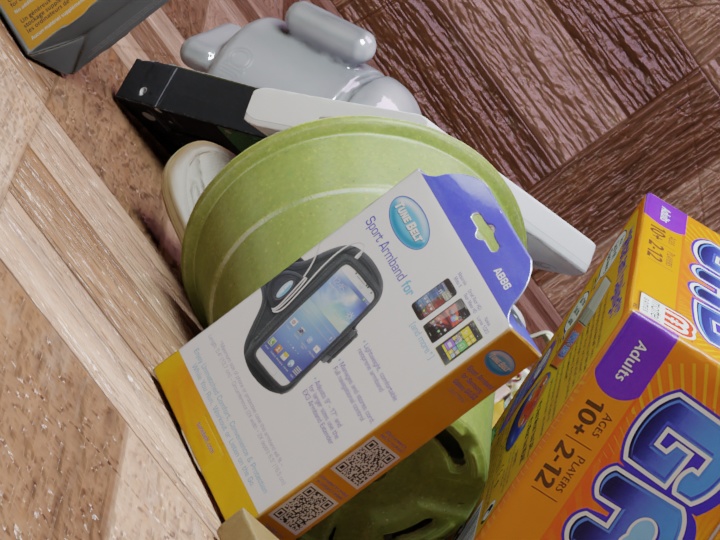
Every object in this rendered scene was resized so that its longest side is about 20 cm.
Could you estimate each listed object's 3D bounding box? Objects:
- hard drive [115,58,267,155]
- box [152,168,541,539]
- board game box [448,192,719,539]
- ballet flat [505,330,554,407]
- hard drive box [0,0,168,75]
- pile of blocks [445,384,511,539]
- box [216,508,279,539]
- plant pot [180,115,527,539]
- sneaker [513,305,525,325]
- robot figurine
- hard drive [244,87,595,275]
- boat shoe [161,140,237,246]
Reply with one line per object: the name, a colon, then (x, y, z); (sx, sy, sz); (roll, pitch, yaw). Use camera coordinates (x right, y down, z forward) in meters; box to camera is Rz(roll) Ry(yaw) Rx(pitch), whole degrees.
hard drive: (-0.048, -0.073, 1.911); (0.199, 0.038, 0.140); (17, -19, 39)
box: (0.000, 0.040, 1.479); (0.041, 0.199, 0.119); (45, 13, -50)
board game box: (0.181, 0.117, 1.581); (0.199, 0.200, 0.200); (31, 20, -3)
ballet flat: (0.087, 0.047, 1.856); (0.200, 0.064, 0.076); (53, -1, -4)
hard drive box: (-0.181, -0.247, 1.788); (0.201, 0.156, 0.077); (56, 9, 14)
pile of blocks: (0.064, 0.152, 1.716); (0.082, 0.062, 0.201); (20, 48, -11)
box: (0.008, 0.223, 1.407); (0.164, 0.021, 0.200); (47, 11, -45)
plant pot: (0.001, 0.052, 1.608); (0.200, 0.199, 0.191); (50, 22, -33)
sneaker: (0.000, 0.000, 1.737); (0.199, 0.074, 0.080); (18, 38, -20)
robot figurine: (-0.038, -0.101, 2.051); (0.199, 0.170, 0.113); (28, 33, 22)
hard drive: (0.037, -0.051, 1.755); (0.131, 0.027, 0.200); (12, -13, 37)
boat shoe: (-0.061, 0.013, 1.766); (0.200, 0.072, 0.065); (54, -29, -14)
